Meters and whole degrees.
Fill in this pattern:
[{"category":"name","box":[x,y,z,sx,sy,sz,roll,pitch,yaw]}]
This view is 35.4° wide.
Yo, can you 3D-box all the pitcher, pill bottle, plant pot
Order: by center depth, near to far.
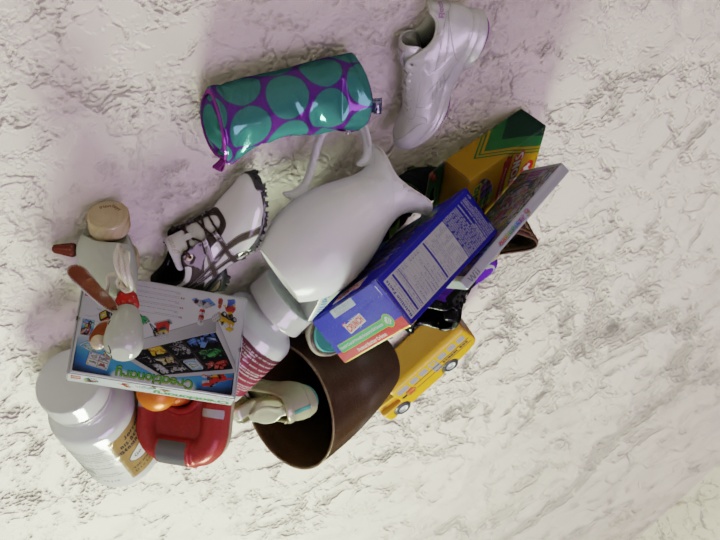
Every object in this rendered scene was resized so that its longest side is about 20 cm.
[{"category":"pitcher","box":[-0.037,-0.076,1.367,0.199,0.173,0.121,-39,-174,-7]},{"category":"pill bottle","box":[-0.338,0.189,1.456,0.113,0.115,0.201,-29,146,-8]},{"category":"pill bottle","box":[-0.164,0.100,1.505,0.200,0.110,0.109,-42,145,10]},{"category":"plant pot","box":[-0.039,0.164,1.654,0.198,0.187,0.189,-22,147,-44]}]

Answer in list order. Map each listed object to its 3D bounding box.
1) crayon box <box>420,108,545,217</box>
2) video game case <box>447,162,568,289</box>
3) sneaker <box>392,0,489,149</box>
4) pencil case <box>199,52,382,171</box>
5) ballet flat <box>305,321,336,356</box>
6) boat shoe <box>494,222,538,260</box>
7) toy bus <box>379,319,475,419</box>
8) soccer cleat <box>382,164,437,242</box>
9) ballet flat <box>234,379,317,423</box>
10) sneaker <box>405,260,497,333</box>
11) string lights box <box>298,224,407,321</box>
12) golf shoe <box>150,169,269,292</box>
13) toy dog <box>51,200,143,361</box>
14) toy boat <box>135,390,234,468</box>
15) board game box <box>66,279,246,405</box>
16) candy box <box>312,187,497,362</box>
[{"category":"crayon box","box":[0.163,-0.118,1.529,0.199,0.051,0.128,-36,151,-31]},{"category":"video game case","box":[0.176,-0.056,1.463,0.201,0.018,0.143,-49,-170,-8]},{"category":"sneaker","box":[0.073,-0.239,1.358,0.098,0.076,0.202,12,127,-24]},{"category":"pencil case","box":[-0.080,-0.180,1.263,0.197,0.085,0.094,-17,114,-24]},{"category":"ballet flat","box":[-0.034,0.072,1.587,0.199,0.069,0.070,-25,152,-55]},{"category":"boat shoe","box":[0.183,-0.047,1.662,0.197,0.072,0.073,-2,134,-39]},{"category":"toy bus","box":[0.093,0.150,1.825,0.200,0.065,0.078,-43,145,10]},{"category":"soccer cleat","box":[0.042,-0.082,1.490,0.197,0.081,0.068,-19,143,-22]},{"category":"ballet flat","box":[-0.144,0.183,1.559,0.069,0.071,0.198,7,171,-44]},{"category":"sneaker","box":[0.133,0.041,1.697,0.197,0.100,0.070,-23,146,-17]},{"category":"string lights box","box":[0.000,0.000,1.532,0.197,0.104,0.059,-7,142,-35]},{"category":"golf shoe","box":[-0.182,-0.037,1.356,0.093,0.078,0.201,5,128,-43]},{"category":"toy dog","box":[-0.293,0.012,1.247,0.094,0.201,0.134,-9,116,-7]},{"category":"toy boat","box":[-0.230,0.143,1.394,0.130,0.128,0.204,8,86,-69]},{"category":"board game box","box":[-0.239,0.080,1.336,0.196,0.129,0.035,11,157,-14]},{"category":"candy box","box":[0.054,0.007,1.404,0.200,0.077,0.169,-44,-174,-34]}]
